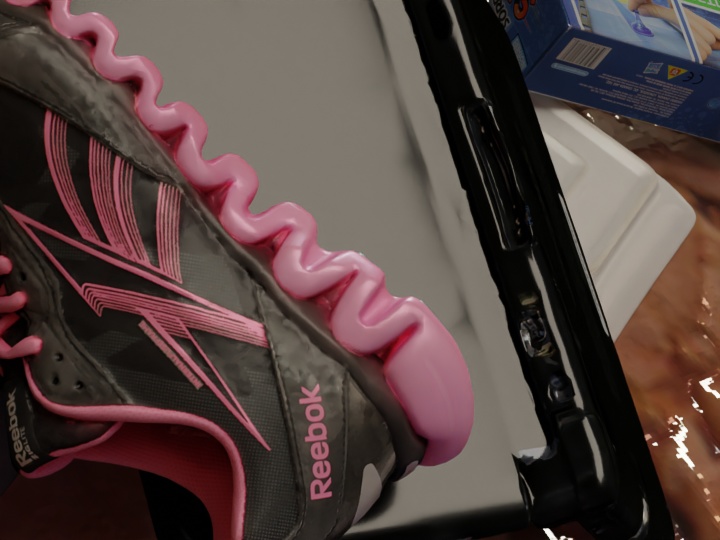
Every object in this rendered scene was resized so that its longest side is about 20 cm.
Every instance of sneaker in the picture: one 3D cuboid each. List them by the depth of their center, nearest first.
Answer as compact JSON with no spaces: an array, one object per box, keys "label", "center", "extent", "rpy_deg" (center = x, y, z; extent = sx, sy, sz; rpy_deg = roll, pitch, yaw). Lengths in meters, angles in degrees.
[{"label":"sneaker","center":[-0.069,0.003,0.708],"extent":[0.200,0.079,0.095],"rpy_deg":[40,70,5]}]

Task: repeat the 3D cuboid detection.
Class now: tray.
[{"label":"tray","center":[0.021,-0.056,0.944],"extent":[0.200,0.022,0.107],"rpy_deg":[36,43,3]}]

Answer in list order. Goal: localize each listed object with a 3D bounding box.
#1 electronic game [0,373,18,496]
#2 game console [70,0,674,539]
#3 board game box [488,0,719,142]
[{"label":"electronic game","center":[-0.170,-0.007,0.738],"extent":[0.200,0.042,0.200],"rpy_deg":[8,69,-21]},{"label":"game console","center":[0.000,0.000,0.828],"extent":[0.176,0.116,0.200],"rpy_deg":[45,27,-67]},{"label":"board game box","center":[0.129,-0.105,1.025],"extent":[0.200,0.034,0.135],"rpy_deg":[13,45,-32]}]
